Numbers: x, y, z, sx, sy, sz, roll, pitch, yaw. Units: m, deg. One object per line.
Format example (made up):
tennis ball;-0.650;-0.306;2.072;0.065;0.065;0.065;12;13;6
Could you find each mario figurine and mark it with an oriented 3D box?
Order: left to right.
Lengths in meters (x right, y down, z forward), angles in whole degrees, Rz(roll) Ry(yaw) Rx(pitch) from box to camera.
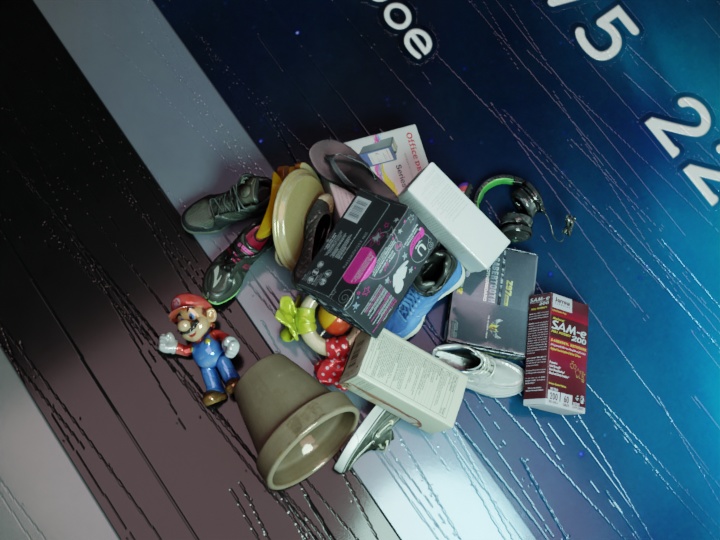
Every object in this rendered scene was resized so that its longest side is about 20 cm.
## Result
mario figurine;-0.287;0.135;1.570;0.122;0.106;0.203;-24;81;-20

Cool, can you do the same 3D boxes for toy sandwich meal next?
toy sandwich meal;-0.124;-0.099;1.626;0.069;0.205;0.209;4;72;27

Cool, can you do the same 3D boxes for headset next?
headset;0.310;-0.113;1.692;0.197;0.094;0.125;24;75;14

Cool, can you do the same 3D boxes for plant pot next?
plant pot;-0.127;0.243;1.522;0.199;0.201;0.175;-37;66;-13

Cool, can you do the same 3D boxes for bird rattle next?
bird rattle;-0.056;0.105;1.583;0.199;0.113;0.164;41;90;10

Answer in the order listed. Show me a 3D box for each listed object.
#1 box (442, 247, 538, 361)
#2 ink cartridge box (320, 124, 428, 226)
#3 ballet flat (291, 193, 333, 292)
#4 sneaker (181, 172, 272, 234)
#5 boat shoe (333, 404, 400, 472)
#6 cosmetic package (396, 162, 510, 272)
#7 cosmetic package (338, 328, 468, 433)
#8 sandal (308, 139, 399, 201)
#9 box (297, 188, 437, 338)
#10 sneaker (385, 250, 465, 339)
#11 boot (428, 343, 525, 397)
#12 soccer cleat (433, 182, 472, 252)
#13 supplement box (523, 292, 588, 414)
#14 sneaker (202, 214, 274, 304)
box;0.244;0.055;1.664;0.154;0.051;0.204;11;74;-2
ink cartridge box;0.031;-0.175;1.690;0.196;0.088;0.148;-14;76;-10
ballet flat;-0.074;-0.048;1.589;0.056;0.067;0.203;-1;60;25
sneaker;-0.240;-0.127;1.642;0.195;0.114;0.078;-13;74;-6
boat shoe;0.031;0.285;1.576;0.063;0.071;0.201;39;73;6
cosmetic package;0.165;-0.092;1.598;0.200;0.101;0.071;45;80;-5
cosmetic package;0.075;0.190;1.536;0.198;0.087;0.105;31;62;-14
sandal;-0.008;-0.174;1.619;0.199;0.043;0.076;38;76;7
box;0.013;-0.013;1.496;0.131;0.115;0.202;24;76;43
sneaker;0.099;0.043;1.603;0.199;0.111;0.077;-41;61;4
boot;0.214;0.180;1.605;0.195;0.096;0.075;9;74;-2
soccer cleat;0.142;-0.096;1.690;0.073;0.068;0.202;33;77;9
supplement box;0.358;0.153;1.620;0.107;0.060;0.204;16;72;-33
sneaker;-0.223;-0.028;1.630;0.076;0.084;0.201;34;75;6
